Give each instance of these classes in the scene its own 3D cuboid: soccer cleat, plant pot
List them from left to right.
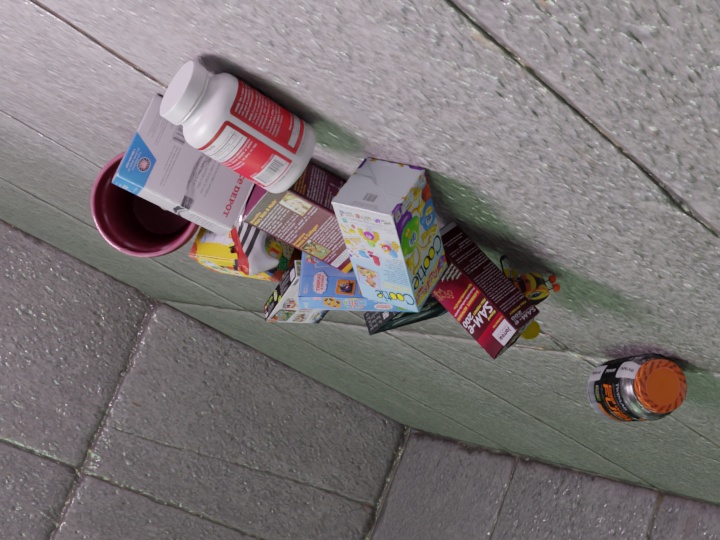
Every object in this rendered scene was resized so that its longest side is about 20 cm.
[{"bbox_3d":[-0.383,-0.124,1.882,0.199,0.201,0.179,22,-178,-1],"label":"plant pot"},{"bbox_3d":[-0.192,-0.091,1.745,0.085,0.201,0.069,-9,172,-14],"label":"soccer cleat"}]

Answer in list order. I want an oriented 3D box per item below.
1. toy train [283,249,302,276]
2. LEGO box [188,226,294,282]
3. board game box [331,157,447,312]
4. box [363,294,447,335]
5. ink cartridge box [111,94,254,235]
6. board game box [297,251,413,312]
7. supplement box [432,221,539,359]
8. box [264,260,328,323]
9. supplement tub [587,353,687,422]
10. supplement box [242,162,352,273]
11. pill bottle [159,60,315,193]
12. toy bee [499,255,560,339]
[{"bbox_3d":[-0.120,-0.012,1.949,0.115,0.085,0.200,16,-154,-30],"label":"toy train"},{"bbox_3d":[-0.208,-0.069,1.867,0.200,0.149,0.077,8,161,46],"label":"LEGO box"},{"bbox_3d":[0.048,-0.052,1.492,0.105,0.103,0.200,15,142,29],"label":"board game box"},{"bbox_3d":[0.108,0.059,1.856,0.160,0.044,0.200,-14,168,-20],"label":"box"},{"bbox_3d":[-0.273,-0.164,1.610,0.199,0.146,0.084,26,167,-16],"label":"ink cartridge box"},{"bbox_3d":[0.000,0.000,1.685,0.199,0.152,0.037,2,138,1],"label":"board game box"},{"bbox_3d":[0.179,0.032,1.597,0.200,0.061,0.109,47,149,14],"label":"supplement box"},{"bbox_3d":[-0.097,0.042,1.844,0.110,0.035,0.200,3,153,-22],"label":"box"},{"bbox_3d":[0.519,0.222,1.896,0.122,0.123,0.200,24,166,-7],"label":"supplement tub"},{"bbox_3d":[-0.072,-0.094,1.612,0.200,0.086,0.110,27,135,-20],"label":"supplement box"},{"bbox_3d":[-0.169,-0.199,1.388,0.200,0.113,0.112,30,164,-28],"label":"pill bottle"},{"bbox_3d":[0.270,0.049,1.653,0.108,0.131,0.200,-8,168,-13],"label":"toy bee"}]
